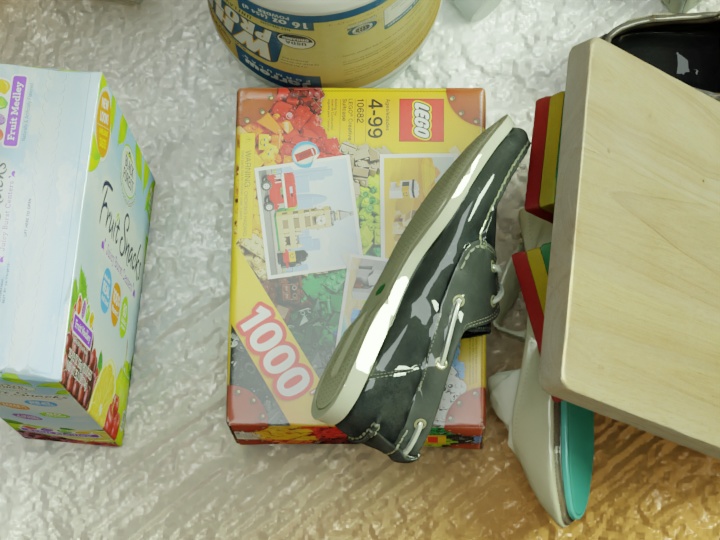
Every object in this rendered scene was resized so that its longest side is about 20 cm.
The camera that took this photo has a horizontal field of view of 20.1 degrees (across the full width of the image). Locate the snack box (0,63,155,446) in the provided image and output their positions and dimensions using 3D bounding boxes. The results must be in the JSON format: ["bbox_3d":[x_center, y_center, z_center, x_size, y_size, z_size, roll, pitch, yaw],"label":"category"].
[{"bbox_3d":[-0.167,-0.002,1.131,0.067,0.200,0.170,5,75,3],"label":"snack box"}]

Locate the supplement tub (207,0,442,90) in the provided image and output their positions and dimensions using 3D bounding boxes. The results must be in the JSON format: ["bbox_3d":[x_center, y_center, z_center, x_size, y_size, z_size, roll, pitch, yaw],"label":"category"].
[{"bbox_3d":[-0.023,-0.185,1.173,0.143,0.200,0.146,-1,75,2],"label":"supplement tub"}]

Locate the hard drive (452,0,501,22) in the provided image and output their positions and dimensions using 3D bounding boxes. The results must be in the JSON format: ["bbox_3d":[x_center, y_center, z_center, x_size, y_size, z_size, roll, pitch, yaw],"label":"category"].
[{"bbox_3d":[0.048,-0.271,1.240,0.026,0.132,0.200,-23,71,-49],"label":"hard drive"}]

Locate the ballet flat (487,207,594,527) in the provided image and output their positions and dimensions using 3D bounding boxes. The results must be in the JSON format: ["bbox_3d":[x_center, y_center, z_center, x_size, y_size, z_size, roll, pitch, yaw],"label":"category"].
[{"bbox_3d":[0.107,0.050,1.186,0.069,0.070,0.201,7,74,3],"label":"ballet flat"}]

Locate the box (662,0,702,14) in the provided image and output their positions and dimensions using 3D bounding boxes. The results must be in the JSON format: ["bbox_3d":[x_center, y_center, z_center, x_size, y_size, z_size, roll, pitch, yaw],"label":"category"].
[{"bbox_3d":[0.164,-0.263,1.244,0.078,0.095,0.200,-38,79,-9],"label":"box"}]

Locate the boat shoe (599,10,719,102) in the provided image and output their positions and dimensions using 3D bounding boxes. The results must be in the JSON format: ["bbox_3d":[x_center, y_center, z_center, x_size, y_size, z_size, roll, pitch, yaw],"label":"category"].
[{"bbox_3d":[0.232,-0.120,1.214,0.198,0.073,0.075,-5,76,1],"label":"boat shoe"}]

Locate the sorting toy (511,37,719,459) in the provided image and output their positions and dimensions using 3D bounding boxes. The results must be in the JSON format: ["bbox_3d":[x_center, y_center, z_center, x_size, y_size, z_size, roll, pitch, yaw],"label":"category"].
[{"bbox_3d":[0.168,0.002,1.146,0.199,0.069,0.200,22,66,-35],"label":"sorting toy"}]

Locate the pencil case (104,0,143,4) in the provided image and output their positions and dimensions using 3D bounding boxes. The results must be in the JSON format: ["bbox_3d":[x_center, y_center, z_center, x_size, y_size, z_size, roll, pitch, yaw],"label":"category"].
[{"bbox_3d":[-0.151,-0.261,1.259,0.089,0.078,0.201,5,74,23],"label":"pencil case"}]

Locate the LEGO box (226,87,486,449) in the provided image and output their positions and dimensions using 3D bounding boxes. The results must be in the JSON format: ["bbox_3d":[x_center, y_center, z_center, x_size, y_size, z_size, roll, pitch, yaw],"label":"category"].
[{"bbox_3d":[0.000,0.000,1.188,0.148,0.077,0.202,0,76,2],"label":"LEGO box"}]

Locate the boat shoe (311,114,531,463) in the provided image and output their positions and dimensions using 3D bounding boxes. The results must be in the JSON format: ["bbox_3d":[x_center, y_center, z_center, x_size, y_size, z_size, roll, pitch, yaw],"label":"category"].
[{"bbox_3d":[0.046,0.008,1.116,0.067,0.072,0.201,30,77,-10],"label":"boat shoe"}]
